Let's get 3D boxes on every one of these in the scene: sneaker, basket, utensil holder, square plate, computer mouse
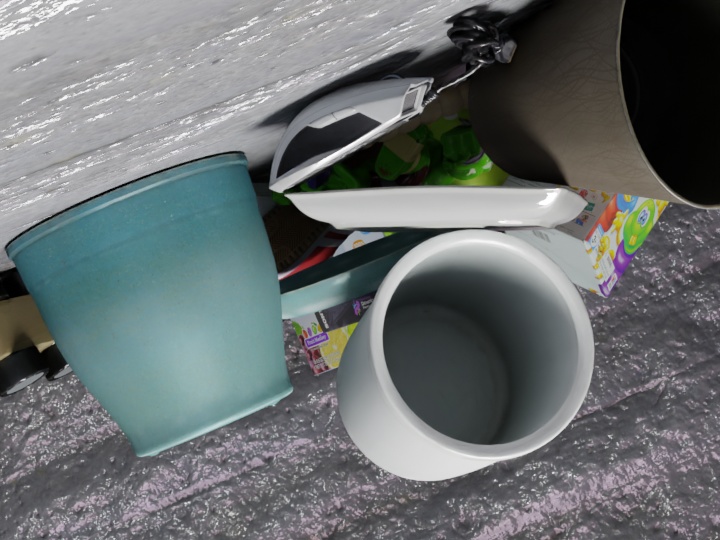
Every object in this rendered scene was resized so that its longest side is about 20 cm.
[{"bbox_3d":[-0.025,-0.047,1.353,0.199,0.071,0.113,-36,162,-10],"label":"sneaker"},{"bbox_3d":[0.171,-0.125,0.972,0.135,0.182,0.200,-2,178,-26],"label":"basket"},{"bbox_3d":[0.071,0.077,1.117,0.169,0.171,0.200,-22,170,-16],"label":"utensil holder"},{"bbox_3d":[0.064,-0.045,1.064,0.198,0.029,0.198,-1,180,14],"label":"square plate"},{"bbox_3d":[0.012,-0.116,0.966,0.199,0.044,0.110,-29,-179,19],"label":"computer mouse"}]

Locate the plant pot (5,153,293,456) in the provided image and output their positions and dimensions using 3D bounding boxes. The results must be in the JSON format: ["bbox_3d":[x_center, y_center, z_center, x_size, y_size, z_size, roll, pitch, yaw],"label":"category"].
[{"bbox_3d":[-0.147,0.035,1.103,0.199,0.189,0.200,-22,178,-1],"label":"plant pot"}]

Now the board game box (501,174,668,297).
[{"bbox_3d":[0.224,-0.097,1.287,0.201,0.105,0.103,-54,145,-13],"label":"board game box"}]

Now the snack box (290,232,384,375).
[{"bbox_3d":[-0.030,0.008,1.681,0.067,0.201,0.168,-21,177,-36],"label":"snack box"}]

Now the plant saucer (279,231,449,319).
[{"bbox_3d":[0.000,0.000,1.216,0.199,0.028,0.200,-21,-176,2],"label":"plant saucer"}]

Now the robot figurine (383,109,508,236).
[{"bbox_3d":[0.085,-0.093,1.424,0.174,0.117,0.200,-12,173,-29],"label":"robot figurine"}]

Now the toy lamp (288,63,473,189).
[{"bbox_3d":[0.046,-0.118,1.075,0.199,0.059,0.058,-22,179,-11],"label":"toy lamp"}]

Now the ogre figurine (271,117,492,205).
[{"bbox_3d":[0.031,-0.088,1.219,0.199,0.099,0.120,-34,163,26],"label":"ogre figurine"}]

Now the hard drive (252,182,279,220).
[{"bbox_3d":[-0.118,-0.027,1.340,0.132,0.026,0.200,-49,167,15],"label":"hard drive"}]

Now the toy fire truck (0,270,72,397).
[{"bbox_3d":[-0.341,0.070,1.255,0.199,0.129,0.176,-34,174,25],"label":"toy fire truck"}]

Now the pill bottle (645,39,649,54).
[{"bbox_3d":[0.221,-0.160,1.127,0.112,0.114,0.200,-22,179,-15],"label":"pill bottle"}]

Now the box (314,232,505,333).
[{"bbox_3d":[0.068,-0.001,1.344,0.143,0.036,0.199,-21,-179,45],"label":"box"}]
